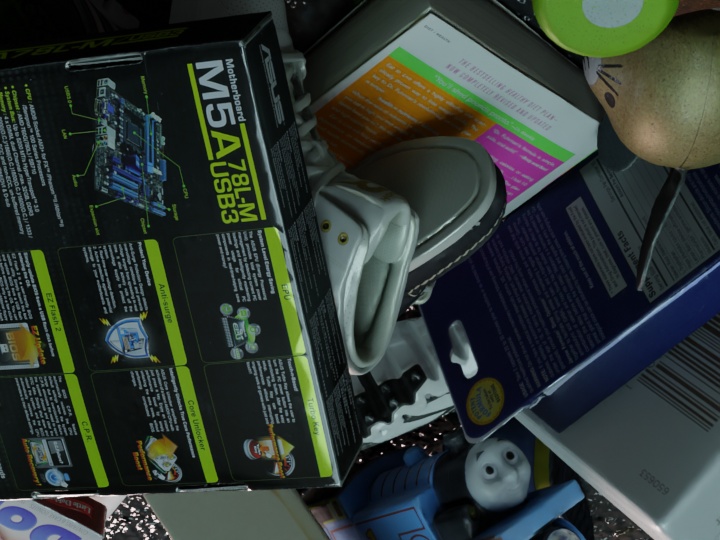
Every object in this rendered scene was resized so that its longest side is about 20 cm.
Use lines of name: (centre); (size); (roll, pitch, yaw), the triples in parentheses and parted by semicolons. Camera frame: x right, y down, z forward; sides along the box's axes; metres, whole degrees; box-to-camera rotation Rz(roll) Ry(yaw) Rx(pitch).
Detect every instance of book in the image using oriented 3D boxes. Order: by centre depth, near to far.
book: (0.011, -0.053, 0.896); (0.134, 0.048, 0.200); (32, 129, -31)

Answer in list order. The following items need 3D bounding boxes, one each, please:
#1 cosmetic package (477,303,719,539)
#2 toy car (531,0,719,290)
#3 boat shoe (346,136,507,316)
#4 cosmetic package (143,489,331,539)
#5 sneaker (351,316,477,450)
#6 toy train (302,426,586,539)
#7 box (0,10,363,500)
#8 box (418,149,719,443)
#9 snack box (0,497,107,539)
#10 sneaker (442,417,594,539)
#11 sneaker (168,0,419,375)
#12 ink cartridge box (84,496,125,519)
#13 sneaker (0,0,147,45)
cosmetic package: (0.203, 0.074, 0.904); (0.167, 0.166, 0.200); (-49, 126, -2)
toy car: (0.122, -0.097, 0.760); (0.158, 0.164, 0.200); (3, 133, -4)
boat shoe: (0.000, 0.000, 0.874); (0.200, 0.074, 0.060); (-30, 134, 33)
cosmetic package: (-0.037, 0.181, 0.982); (0.071, 0.200, 0.105); (-34, 168, -9)
sneaker: (0.045, 0.056, 0.978); (0.200, 0.067, 0.090); (-33, 142, 10)
toy train: (0.045, 0.154, 1.022); (0.200, 0.087, 0.114); (-28, 93, 53)
box: (-0.111, 0.001, 0.763); (0.193, 0.048, 0.200); (-6, 112, 16)
box: (0.121, -0.006, 0.863); (0.200, 0.121, 0.032); (-38, 127, 16)
snack box: (-0.235, 0.107, 0.946); (0.200, 0.024, 0.072); (32, 126, -27)
sneaker: (0.099, 0.160, 1.111); (0.078, 0.066, 0.200); (-2, 137, 17)
sneaker: (-0.023, -0.052, 0.801); (0.115, 0.074, 0.200); (7, 104, 33)
ink cartridge box: (-0.203, 0.089, 1.006); (0.145, 0.083, 0.200); (22, 132, -22)
sneaker: (-0.131, -0.084, 0.812); (0.074, 0.088, 0.200); (-23, 124, 25)
